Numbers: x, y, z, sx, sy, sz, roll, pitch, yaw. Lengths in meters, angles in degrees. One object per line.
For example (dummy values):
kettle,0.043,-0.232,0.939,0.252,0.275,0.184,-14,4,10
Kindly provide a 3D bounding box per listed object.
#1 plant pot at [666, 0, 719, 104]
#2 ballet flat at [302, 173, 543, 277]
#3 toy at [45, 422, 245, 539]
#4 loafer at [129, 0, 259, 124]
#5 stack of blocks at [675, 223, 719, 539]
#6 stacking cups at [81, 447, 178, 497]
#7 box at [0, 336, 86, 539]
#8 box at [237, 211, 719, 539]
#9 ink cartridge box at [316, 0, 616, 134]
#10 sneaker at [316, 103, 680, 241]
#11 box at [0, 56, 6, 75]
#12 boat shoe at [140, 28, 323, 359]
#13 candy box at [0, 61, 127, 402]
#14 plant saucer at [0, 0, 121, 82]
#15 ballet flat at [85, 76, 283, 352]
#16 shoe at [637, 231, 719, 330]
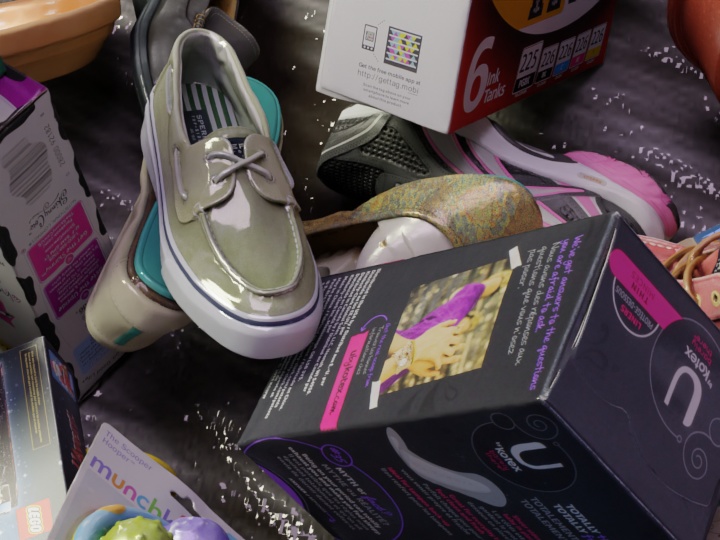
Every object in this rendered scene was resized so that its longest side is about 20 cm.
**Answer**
plant pot,0.277,-0.081,1.098,0.199,0.201,0.196,-16,60,-1
ballet flat,0.000,0.000,1.124,0.199,0.071,0.071,-10,48,35
toy,-0.089,0.151,0.991,0.047,0.115,0.200,-39,16,31
loafer,-0.094,-0.126,1.271,0.072,0.073,0.201,-7,53,0
stack of blocks,0.186,0.080,1.065,0.114,0.059,0.201,-24,53,-8
stacking cups,-0.131,0.185,1.053,0.060,0.061,0.201,0,56,11
box,-0.192,0.143,1.047,0.136,0.038,0.201,-20,53,8
box,0.062,0.064,1.011,0.199,0.122,0.107,-11,43,46
ink cartridge box,0.071,-0.184,1.163,0.083,0.177,0.200,20,25,24
sneaker,0.061,-0.028,1.161,0.199,0.081,0.087,15,60,23
box,-0.236,-0.172,0.995,0.048,0.201,0.117,-41,56,-19
boat shoe,-0.068,-0.041,1.072,0.071,0.062,0.201,-7,43,-20
candy box,-0.197,-0.036,1.139,0.136,0.201,0.061,31,65,31
plant saucer,-0.231,-0.121,1.257,0.198,0.038,0.200,-12,13,3
ballet flat,-0.094,-0.028,1.154,0.069,0.070,0.201,5,37,15
shoe,0.165,0.008,1.028,0.199,0.091,0.072,23,60,26
